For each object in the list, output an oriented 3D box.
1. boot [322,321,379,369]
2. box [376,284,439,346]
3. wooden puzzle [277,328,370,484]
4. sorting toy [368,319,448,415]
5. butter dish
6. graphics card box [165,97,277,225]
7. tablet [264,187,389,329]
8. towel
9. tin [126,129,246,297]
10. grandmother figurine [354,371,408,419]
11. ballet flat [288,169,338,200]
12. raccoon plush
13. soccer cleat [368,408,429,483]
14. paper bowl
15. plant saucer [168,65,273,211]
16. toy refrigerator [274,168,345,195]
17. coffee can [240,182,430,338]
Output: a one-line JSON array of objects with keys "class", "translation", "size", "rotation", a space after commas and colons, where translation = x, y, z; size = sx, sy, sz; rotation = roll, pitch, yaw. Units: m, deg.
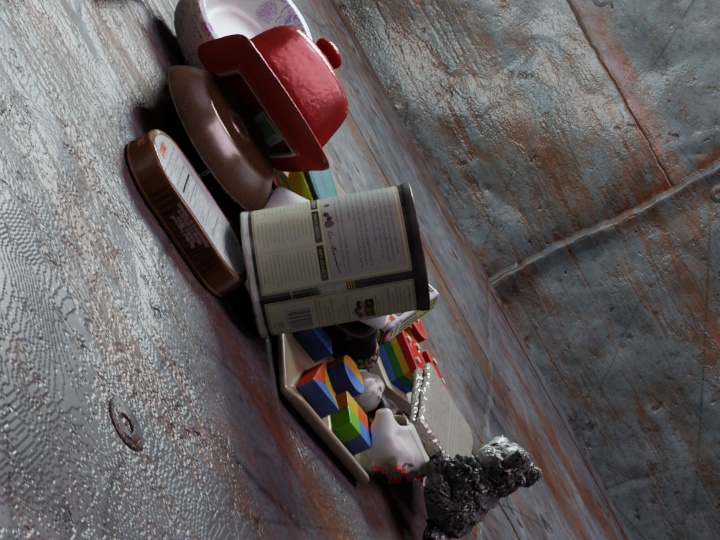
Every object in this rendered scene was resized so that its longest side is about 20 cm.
[{"class": "boot", "translation": [-0.051, 0.041, 1.705], "size": [0.199, 0.073, 0.151], "rotation": [34, -18, 19]}, {"class": "box", "translation": [0.000, 0.000, 1.810], "size": [0.200, 0.109, 0.035], "rotation": [45, -34, 20]}, {"class": "wooden puzzle", "translation": [-0.041, 0.134, 1.617], "size": [0.186, 0.046, 0.201], "rotation": [53, 14, -37]}, {"class": "sorting toy", "translation": [0.058, 0.112, 2.041], "size": [0.200, 0.069, 0.201], "rotation": [41, 23, -59]}, {"class": "butter dish", "translation": [-0.086, -0.238, 1.684], "size": [0.201, 0.147, 0.199], "rotation": [56, -19, -17]}, {"class": "graphics card box", "translation": [-0.164, -0.129, 1.678], "size": [0.200, 0.050, 0.127], "rotation": [47, 19, -55]}, {"class": "tablet", "translation": [-0.039, -0.017, 1.635], "size": [0.198, 0.014, 0.131], "rotation": [25, 54, 3]}, {"class": "towel", "translation": [0.110, 0.219, 1.835], "size": [0.133, 0.034, 0.200], "rotation": [58, 15, -13]}, {"class": "tin", "translation": [-0.187, -0.064, 1.466], "size": [0.201, 0.042, 0.112], "rotation": [58, 8, -20]}, {"class": "grandmother figurine", "translation": [0.040, 0.203, 1.801], "size": [0.121, 0.061, 0.200], "rotation": [33, -12, 49]}, {"class": "ballet flat", "translation": [-0.047, -0.054, 1.764], "size": [0.066, 0.067, 0.203], "rotation": [-20, 90, -44]}, {"class": "raccoon plush", "translation": [0.155, 0.305, 1.669], "size": [0.097, 0.132, 0.203], "rotation": [29, 61, -58]}, {"class": "soccer cleat", "translation": [0.054, 0.227, 1.698], "size": [0.200, 0.068, 0.079], "rotation": [51, 38, -69]}, {"class": "paper bowl", "translation": [-0.169, -0.313, 1.841], "size": [0.199, 0.104, 0.203], "rotation": [27, 46, -31]}, {"class": "plant saucer", "translation": [-0.157, -0.165, 1.587], "size": [0.201, 0.036, 0.201], "rotation": [55, 14, -20]}, {"class": "toy refrigerator", "translation": [-0.086, -0.113, 1.880], "size": [0.200, 0.075, 0.071], "rotation": [52, 55, -43]}, {"class": "coffee can", "translation": [-0.029, -0.012, 1.525], "size": [0.146, 0.197, 0.149], "rotation": [171, -90, -89]}]
